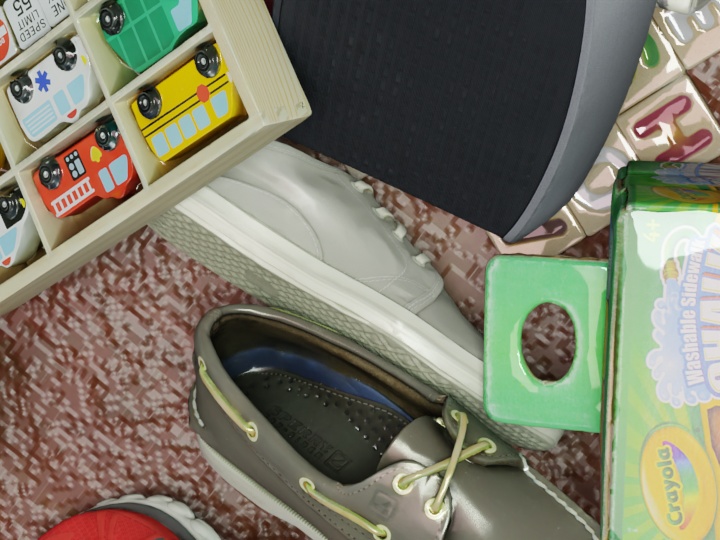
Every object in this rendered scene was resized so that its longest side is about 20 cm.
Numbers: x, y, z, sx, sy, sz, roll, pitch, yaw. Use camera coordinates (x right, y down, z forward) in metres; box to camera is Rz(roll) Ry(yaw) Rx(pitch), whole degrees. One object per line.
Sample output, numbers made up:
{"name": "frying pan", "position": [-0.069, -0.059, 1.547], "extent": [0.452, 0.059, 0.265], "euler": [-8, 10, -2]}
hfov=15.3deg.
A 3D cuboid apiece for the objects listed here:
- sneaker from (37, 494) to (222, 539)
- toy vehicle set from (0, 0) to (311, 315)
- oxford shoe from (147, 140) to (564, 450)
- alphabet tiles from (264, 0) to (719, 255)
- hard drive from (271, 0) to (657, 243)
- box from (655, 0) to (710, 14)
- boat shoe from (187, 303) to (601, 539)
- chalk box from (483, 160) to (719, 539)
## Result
{"name": "sneaker", "position": [-0.087, 0.133, 1.024], "extent": [0.200, 0.085, 0.077], "euler": [7, 99, 53]}
{"name": "toy vehicle set", "position": [-0.112, -0.072, 1.008], "extent": [0.200, 0.027, 0.124], "euler": [-31, 81, 43]}
{"name": "oxford shoe", "position": [0.000, 0.000, 1.032], "extent": [0.200, 0.075, 0.058], "euler": [35, 72, 4]}
{"name": "alphabet tiles", "position": [0.048, -0.106, 1.030], "extent": [0.167, 0.008, 0.200], "euler": [-32, 91, 16]}
{"name": "hard drive", "position": [0.030, -0.086, 0.944], "extent": [0.135, 0.200, 0.042], "euler": [25, 62, 7]}
{"name": "box", "position": [0.039, -0.153, 0.980], "extent": [0.200, 0.082, 0.068], "euler": [17, 103, 12]}
{"name": "boat shoe", "position": [0.016, 0.076, 0.982], "extent": [0.202, 0.072, 0.060], "euler": [29, 148, 29]}
{"name": "chalk box", "position": [0.143, 0.029, 0.958], "extent": [0.200, 0.124, 0.125], "euler": [1, 100, 5]}
